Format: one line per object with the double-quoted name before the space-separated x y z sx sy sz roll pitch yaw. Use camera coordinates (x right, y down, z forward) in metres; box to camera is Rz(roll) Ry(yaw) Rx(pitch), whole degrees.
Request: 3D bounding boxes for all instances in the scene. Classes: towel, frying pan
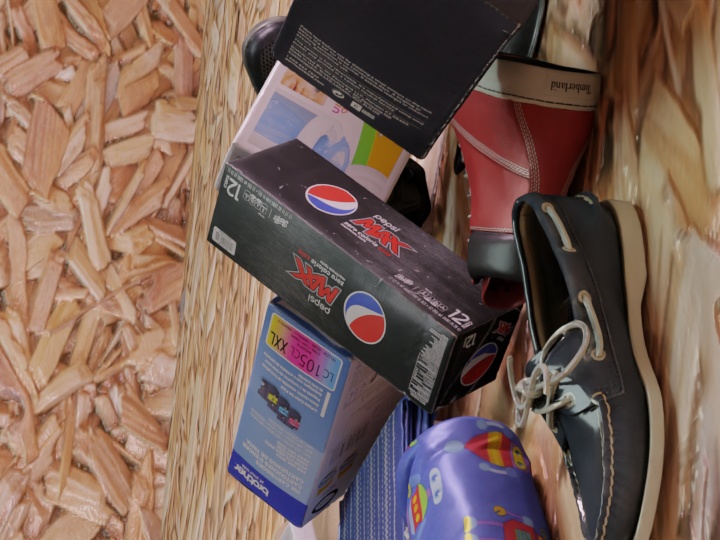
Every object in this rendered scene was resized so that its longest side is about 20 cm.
"towel" 0.016 0.177 1.134 0.200 0.024 0.145 115 158 -60
"frying pan" 0.085 -0.153 1.204 0.190 0.031 0.115 129 148 -64

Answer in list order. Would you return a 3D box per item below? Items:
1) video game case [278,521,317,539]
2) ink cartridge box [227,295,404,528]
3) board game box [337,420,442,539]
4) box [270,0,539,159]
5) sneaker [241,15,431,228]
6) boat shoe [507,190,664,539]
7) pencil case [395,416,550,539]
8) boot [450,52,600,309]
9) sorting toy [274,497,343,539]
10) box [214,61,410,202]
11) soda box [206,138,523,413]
"video game case" -0.052 0.324 1.447 0.200 0.023 0.182 118 143 -51
"ink cartridge box" -0.013 0.083 1.239 0.136 0.076 0.200 -34 -31 -42
"board game box" 0.021 0.230 1.218 0.200 0.041 0.200 115 160 -57
"box" 0.063 -0.187 0.914 0.200 0.104 0.182 -55 2 -21
"sneaker" -0.010 -0.100 1.335 0.200 0.076 0.114 55 179 -25
"boat shoe" 0.104 0.045 0.854 0.075 0.062 0.200 118 157 -56
"pencil case" 0.061 0.167 0.948 0.087 0.078 0.200 -43 29 24
"boot" 0.074 -0.057 1.062 0.200 0.072 0.145 -139 55 -71
"sorting toy" -0.033 0.257 1.521 0.200 0.036 0.185 119 156 -52
"box" -0.003 -0.129 1.256 0.200 0.112 0.101 -63 4 -18
"soda box" 0.000 0.000 1.113 0.200 0.071 0.063 38 128 27
